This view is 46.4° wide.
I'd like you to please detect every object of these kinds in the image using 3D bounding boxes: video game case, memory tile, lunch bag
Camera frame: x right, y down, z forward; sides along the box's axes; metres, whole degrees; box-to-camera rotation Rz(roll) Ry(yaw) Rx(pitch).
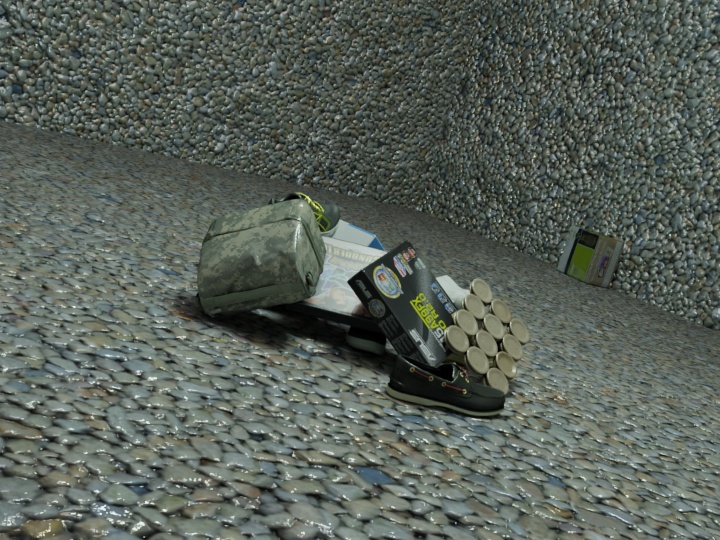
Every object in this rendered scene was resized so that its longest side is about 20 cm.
[{"bbox_3d":[-0.013,0.021,1.473,0.199,0.026,0.181,14,44,1],"label":"video game case"},{"bbox_3d":[0.221,0.115,1.453,0.153,0.017,0.200,45,39,-6],"label":"memory tile"},{"bbox_3d":[-0.165,-0.007,1.377,0.198,0.140,0.168,-10,33,12],"label":"lunch bag"}]

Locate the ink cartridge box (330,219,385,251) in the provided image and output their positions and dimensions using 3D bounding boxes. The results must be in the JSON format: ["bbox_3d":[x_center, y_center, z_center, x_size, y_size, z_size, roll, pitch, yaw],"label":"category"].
[{"bbox_3d":[0.000,0.000,1.663,0.146,0.086,0.200,26,-23,44],"label":"ink cartridge box"}]

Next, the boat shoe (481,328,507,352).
[{"bbox_3d":[0.227,0.130,1.662,0.199,0.072,0.076,12,23,-26],"label":"boat shoe"}]

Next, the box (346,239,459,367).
[{"bbox_3d":[0.087,0.062,1.410,0.201,0.044,0.160,55,37,3],"label":"box"}]

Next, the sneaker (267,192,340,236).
[{"bbox_3d":[-0.102,-0.103,1.553,0.074,0.085,0.199,36,34,26],"label":"sneaker"}]

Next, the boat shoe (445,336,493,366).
[{"bbox_3d":[0.180,0.136,1.552,0.199,0.063,0.073,11,11,-33],"label":"boat shoe"}]

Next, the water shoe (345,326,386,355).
[{"bbox_3d":[0.019,0.089,1.489,0.071,0.079,0.200,16,11,0],"label":"water shoe"}]

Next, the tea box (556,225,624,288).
[{"bbox_3d":[0.950,-0.058,3.473,0.133,0.201,0.197,11,13,-31],"label":"tea box"}]

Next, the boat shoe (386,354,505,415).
[{"bbox_3d":[0.138,0.176,1.280,0.200,0.064,0.074,15,8,-20],"label":"boat shoe"}]

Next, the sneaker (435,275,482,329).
[{"bbox_3d":[0.145,0.068,1.577,0.115,0.074,0.200,-8,18,-17],"label":"sneaker"}]

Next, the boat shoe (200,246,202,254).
[{"bbox_3d":[-0.223,-0.016,1.682,0.199,0.071,0.070,16,6,-7],"label":"boat shoe"}]

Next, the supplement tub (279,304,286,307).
[{"bbox_3d":[-0.156,0.001,1.556,0.199,0.123,0.123,15,10,-8],"label":"supplement tub"}]
